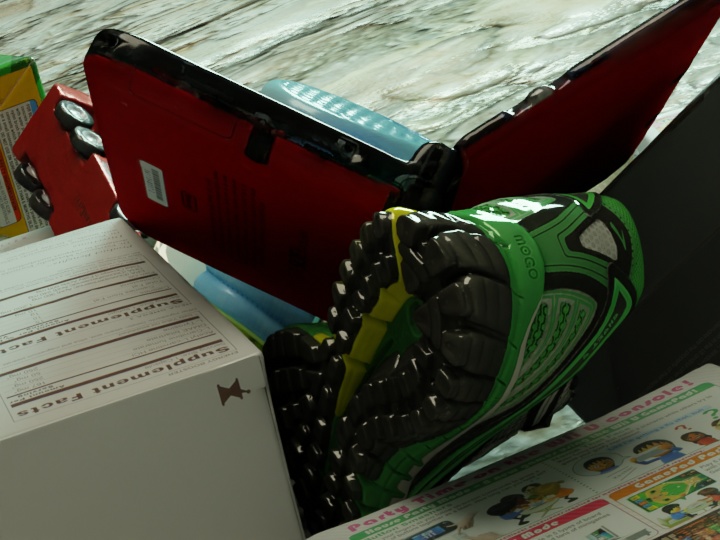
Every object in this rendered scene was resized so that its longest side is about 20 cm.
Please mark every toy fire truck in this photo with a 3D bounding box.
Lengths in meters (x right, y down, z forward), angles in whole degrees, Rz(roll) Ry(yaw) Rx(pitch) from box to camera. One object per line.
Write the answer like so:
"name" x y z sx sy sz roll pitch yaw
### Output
"toy fire truck" -0.104 -0.036 1.048 0.141 0.049 0.200 19 26 -39

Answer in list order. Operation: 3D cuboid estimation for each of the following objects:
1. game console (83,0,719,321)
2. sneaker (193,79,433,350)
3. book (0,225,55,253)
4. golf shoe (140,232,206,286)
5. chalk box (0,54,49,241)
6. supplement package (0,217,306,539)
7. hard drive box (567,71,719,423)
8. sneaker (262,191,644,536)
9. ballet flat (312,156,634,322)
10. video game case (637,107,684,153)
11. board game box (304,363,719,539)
"game console" 0.010 -0.054 0.702 0.172 0.119 0.200 25 -14 3
"sneaker" 0.000 0.000 0.887 0.080 0.131 0.200 31 8 38
"book" -0.203 0.047 0.962 0.134 0.048 0.200 -15 21 7
"golf shoe" -0.035 -0.009 0.940 0.088 0.077 0.200 5 26 29
"chalk box" -0.264 -0.052 1.166 0.124 0.125 0.200 -25 22 -28
"supplement package" -0.098 0.067 0.693 0.109 0.114 0.200 -18 17 -14
"hard drive box" 0.154 -0.040 0.757 0.156 0.077 0.200 -47 -4 35
"sneaker" 0.027 0.037 0.632 0.085 0.078 0.200 -11 -17 -24
"ballet flat" 0.064 0.009 0.851 0.200 0.067 0.062 -32 52 -33
"video game case" 0.248 -0.069 0.974 0.200 0.024 0.182 -16 18 -1
"board game box" 0.091 0.099 0.528 0.147 0.064 0.200 -21 19 -18
